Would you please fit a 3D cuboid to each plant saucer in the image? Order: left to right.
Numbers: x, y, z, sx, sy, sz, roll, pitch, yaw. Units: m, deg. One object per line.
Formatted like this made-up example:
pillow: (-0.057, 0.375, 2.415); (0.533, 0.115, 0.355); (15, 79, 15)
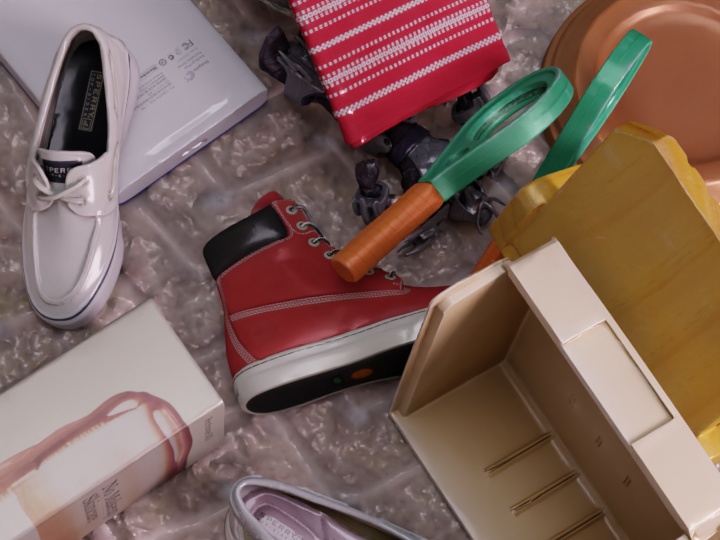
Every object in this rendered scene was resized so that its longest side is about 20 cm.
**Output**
plant saucer: (0.225, -0.125, 1.344); (0.198, 0.038, 0.202); (1, 67, -3)

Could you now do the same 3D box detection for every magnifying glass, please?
magnifying glass: (0.059, -0.065, 1.229); (0.200, 0.079, 0.022); (-44, 108, -16)
magnifying glass: (0.135, -0.073, 1.276); (0.022, 0.080, 0.201); (35, 95, 8)

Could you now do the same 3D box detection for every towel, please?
towel: (0.009, -0.196, 1.245); (0.144, 0.022, 0.201); (-29, 103, -30)

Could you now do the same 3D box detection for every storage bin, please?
storage bin: (0.120, 0.112, 1.152); (0.093, 0.199, 0.201); (-27, 71, -18)

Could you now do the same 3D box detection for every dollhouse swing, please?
dollhouse swing: (0.209, 0.002, 1.172); (0.181, 0.176, 0.201); (-19, 71, -46)

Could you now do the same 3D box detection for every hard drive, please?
hard drive: (-0.178, -0.158, 1.338); (0.132, 0.025, 0.200); (-36, 74, -16)

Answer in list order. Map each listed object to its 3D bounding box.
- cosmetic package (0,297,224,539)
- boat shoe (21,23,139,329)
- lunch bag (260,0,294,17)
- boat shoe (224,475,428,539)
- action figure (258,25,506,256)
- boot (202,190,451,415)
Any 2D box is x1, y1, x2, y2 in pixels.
cosmetic package: (-0.189, 0.117, 1.182); (0.199, 0.103, 0.087); (-34, 75, -14)
boat shoe: (-0.189, -0.064, 1.257); (0.071, 0.066, 0.202); (10, 82, 13)
lunch bag: (-0.023, -0.262, 1.322); (0.163, 0.118, 0.201); (-19, 67, -34)
boat shoe: (0.006, 0.189, 1.183); (0.201, 0.065, 0.075); (29, 69, 8)
action figure: (0.021, -0.096, 1.303); (0.200, 0.069, 0.130); (42, 60, 8)
boot: (0.000, 0.000, 1.257); (0.198, 0.073, 0.145); (-14, 67, -2)
